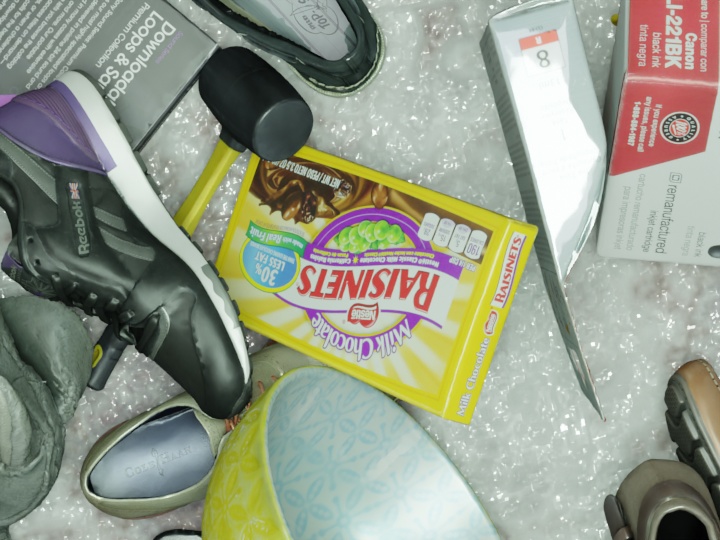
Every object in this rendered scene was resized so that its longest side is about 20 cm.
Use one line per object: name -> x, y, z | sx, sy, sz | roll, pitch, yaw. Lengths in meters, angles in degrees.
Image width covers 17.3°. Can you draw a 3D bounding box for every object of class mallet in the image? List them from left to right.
mallet -> -0.089, -0.018, 1.251 | 0.066, 0.041, 0.201 | 34, 101, 44

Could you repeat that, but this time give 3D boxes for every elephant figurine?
elephant figurine -> -0.204, 0.067, 1.237 | 0.199, 0.155, 0.142 | 36, 65, -6

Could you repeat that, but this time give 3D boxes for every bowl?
bowl -> -0.016, 0.160, 1.183 | 0.107, 0.200, 0.201 | -37, 90, 24

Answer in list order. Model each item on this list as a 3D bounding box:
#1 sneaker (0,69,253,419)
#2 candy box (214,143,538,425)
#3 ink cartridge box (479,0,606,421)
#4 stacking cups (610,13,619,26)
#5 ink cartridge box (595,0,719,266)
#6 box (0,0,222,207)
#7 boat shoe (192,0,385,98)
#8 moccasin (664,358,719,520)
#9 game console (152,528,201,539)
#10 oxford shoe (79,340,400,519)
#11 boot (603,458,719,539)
sneaker -> -0.133, 0.001, 1.197 | 0.087, 0.076, 0.201 | -28, 75, -24
candy box -> 0.000, 0.000, 1.203 | 0.026, 0.199, 0.103 | 14, 95, -43
ink cartridge box -> 0.109, -0.033, 1.193 | 0.050, 0.162, 0.201 | -18, 91, 2
stacking cups -> 0.175, -0.223, 1.238 | 0.060, 0.061, 0.202 | 9, 90, 2
ink cartridge box -> 0.224, -0.072, 1.190 | 0.198, 0.145, 0.084 | 4, 53, 2
box -> -0.193, -0.127, 1.268 | 0.200, 0.036, 0.143 | 40, 93, 2
boat shoe -> -0.066, -0.170, 1.245 | 0.074, 0.066, 0.200 | -40, 90, 3
moccasin -> 0.234, 0.126, 1.239 | 0.078, 0.074, 0.202 | -39, 87, -6
game console -> -0.029, 0.231, 1.223 | 0.198, 0.118, 0.172 | 7, 86, 2
oxford shoe -> -0.056, 0.081, 1.247 | 0.199, 0.074, 0.071 | -29, 88, 2
boot -> 0.169, 0.194, 1.206 | 0.070, 0.146, 0.201 | -18, 91, 1
